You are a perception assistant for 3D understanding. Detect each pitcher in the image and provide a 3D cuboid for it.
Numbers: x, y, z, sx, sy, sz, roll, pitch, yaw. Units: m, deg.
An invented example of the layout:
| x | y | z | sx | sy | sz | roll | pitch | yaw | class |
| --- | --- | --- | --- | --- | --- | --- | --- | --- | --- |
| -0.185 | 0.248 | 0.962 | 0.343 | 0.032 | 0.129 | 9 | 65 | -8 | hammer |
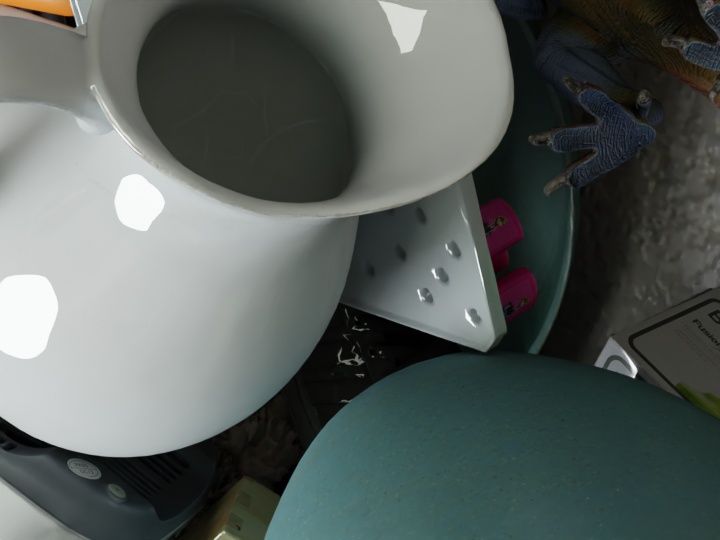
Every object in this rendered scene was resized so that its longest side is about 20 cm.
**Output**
| x | y | z | sx | sy | sz | roll | pitch | yaw | class |
| --- | --- | --- | --- | --- | --- | --- | --- | --- | --- |
| -0.074 | -0.020 | 0.602 | 0.200 | 0.170 | 0.122 | 139 | 125 | -59 | pitcher |

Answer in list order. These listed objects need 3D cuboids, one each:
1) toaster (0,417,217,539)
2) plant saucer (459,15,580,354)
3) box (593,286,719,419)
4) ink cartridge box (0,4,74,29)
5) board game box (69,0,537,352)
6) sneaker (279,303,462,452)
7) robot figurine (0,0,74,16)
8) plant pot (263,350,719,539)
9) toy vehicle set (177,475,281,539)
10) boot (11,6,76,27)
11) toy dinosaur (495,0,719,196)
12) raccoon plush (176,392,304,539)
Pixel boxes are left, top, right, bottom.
| x | y | z | sx | sy | sz | roll | pitch | yaw | class |
| --- | --- | --- | --- | --- | --- | --- | --- | --- | --- |
| -0.157 | 0.064 | 0.743 | 0.200 | 0.114 | 0.129 | 39 | 107 | 6 | toaster |
| 0.012 | -0.045 | 0.808 | 0.199 | 0.036 | 0.202 | 18 | 116 | 41 | plant saucer |
| 0.102 | 0.119 | 0.753 | 0.117 | 0.060 | 0.201 | 46 | 132 | 25 | box |
| -0.182 | -0.051 | 0.856 | 0.199 | 0.118 | 0.067 | 19 | 167 | 2 | ink cartridge box |
| -0.033 | -0.088 | 0.675 | 0.199 | 0.026 | 0.201 | 18 | 129 | 51 | board game box |
| 0.003 | 0.000 | 0.758 | 0.200 | 0.060 | 0.105 | 54 | 137 | 34 | sneaker |
| -0.110 | -0.197 | 0.798 | 0.116 | 0.143 | 0.202 | 4 | 79 | 47 | robot figurine |
| 0.044 | 0.103 | 0.641 | 0.135 | 0.199 | 0.201 | 61 | 142 | 43 | plant pot |
| -0.045 | 0.164 | 0.799 | 0.124 | 0.027 | 0.200 | 35 | 131 | -12 | toy vehicle set |
| -0.156 | -0.139 | 0.939 | 0.131 | 0.070 | 0.201 | 3 | 117 | 43 | boot |
| 0.061 | -0.093 | 0.695 | 0.105 | 0.200 | 0.182 | -46 | 30 | 15 | toy dinosaur |
| -0.097 | 0.073 | 0.861 | 0.199 | 0.134 | 0.097 | 34 | 126 | -3 | raccoon plush |
